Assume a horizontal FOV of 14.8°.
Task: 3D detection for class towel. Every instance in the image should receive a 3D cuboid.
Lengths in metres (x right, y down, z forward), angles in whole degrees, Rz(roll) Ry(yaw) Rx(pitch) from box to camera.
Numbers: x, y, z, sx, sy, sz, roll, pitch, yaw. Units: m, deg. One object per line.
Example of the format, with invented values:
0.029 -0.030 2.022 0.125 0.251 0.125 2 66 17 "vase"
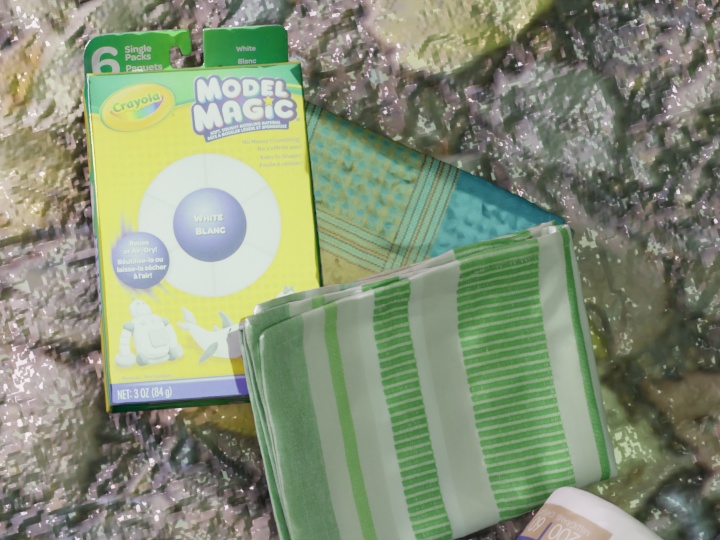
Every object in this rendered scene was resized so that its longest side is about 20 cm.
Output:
0.038 0.068 1.430 0.200 0.023 0.153 -17 101 -28 "towel"
0.000 0.000 1.476 0.200 0.022 0.147 24 79 -3 "towel"

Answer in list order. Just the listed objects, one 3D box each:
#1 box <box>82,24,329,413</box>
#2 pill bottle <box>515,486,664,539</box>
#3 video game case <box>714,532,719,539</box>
-0.082 -0.031 1.436 0.117 0.048 0.200 -4 81 -9 "box"
0.087 0.219 1.411 0.111 0.111 0.200 38 78 -2 "pill bottle"
0.295 0.178 1.496 0.200 0.019 0.143 41 78 0 "video game case"
